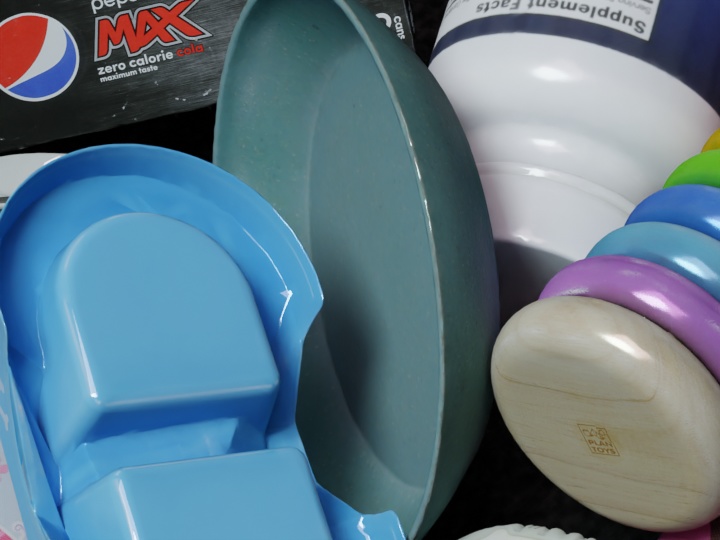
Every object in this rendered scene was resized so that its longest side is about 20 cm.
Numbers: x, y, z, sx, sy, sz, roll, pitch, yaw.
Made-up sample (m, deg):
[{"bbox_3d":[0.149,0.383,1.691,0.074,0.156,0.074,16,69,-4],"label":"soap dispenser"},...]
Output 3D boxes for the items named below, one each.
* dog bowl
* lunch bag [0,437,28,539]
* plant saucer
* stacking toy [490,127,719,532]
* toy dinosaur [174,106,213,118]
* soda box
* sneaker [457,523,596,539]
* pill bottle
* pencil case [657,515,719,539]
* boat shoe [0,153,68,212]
[{"bbox_3d":[-0.057,0.058,0.744,0.111,0.050,0.201,-5,63,-30],"label":"dog bowl"},{"bbox_3d":[-0.167,0.094,0.804,0.199,0.127,0.170,-6,59,4],"label":"lunch bag"},{"bbox_3d":[0.000,0.000,0.792,0.036,0.200,0.201,-8,55,-21],"label":"plant saucer"},{"bbox_3d":[0.127,-0.013,0.753,0.085,0.086,0.200,25,55,27],"label":"stacking toy"},{"bbox_3d":[-0.085,-0.166,0.956,0.180,0.105,0.201,-5,49,-5],"label":"toy dinosaur"},{"bbox_3d":[-0.083,-0.097,0.871,0.199,0.071,0.063,-13,26,2],"label":"soda box"},{"bbox_3d":[0.082,0.145,0.694,0.199,0.076,0.088,24,59,36],"label":"sneaker"},{"bbox_3d":[0.084,-0.079,0.835,0.110,0.111,0.201,8,66,22],"label":"pill bottle"},{"bbox_3d":[0.176,0.054,0.750,0.094,0.091,0.200,36,80,24],"label":"pencil case"},{"bbox_3d":[-0.154,0.007,0.893,0.199,0.071,0.064,-12,64,25],"label":"boat shoe"}]
